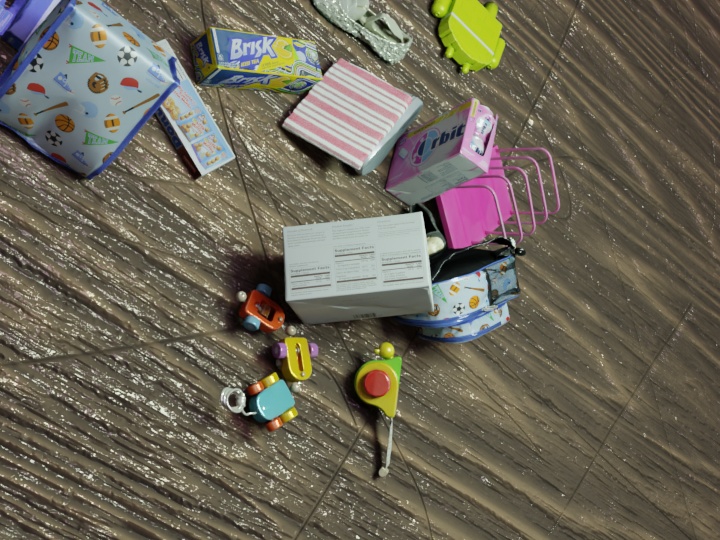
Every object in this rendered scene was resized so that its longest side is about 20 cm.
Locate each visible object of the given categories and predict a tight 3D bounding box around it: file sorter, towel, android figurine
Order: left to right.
[{"bbox_3d":[-0.019,-0.255,1.589,0.146,0.030,0.200,30,54,7],"label":"towel"},{"bbox_3d":[0.211,-0.467,1.891,0.182,0.041,0.201,37,54,-25],"label":"android figurine"},{"bbox_3d":[0.247,-0.124,1.717,0.200,0.125,0.139,-35,117,-42],"label":"file sorter"}]

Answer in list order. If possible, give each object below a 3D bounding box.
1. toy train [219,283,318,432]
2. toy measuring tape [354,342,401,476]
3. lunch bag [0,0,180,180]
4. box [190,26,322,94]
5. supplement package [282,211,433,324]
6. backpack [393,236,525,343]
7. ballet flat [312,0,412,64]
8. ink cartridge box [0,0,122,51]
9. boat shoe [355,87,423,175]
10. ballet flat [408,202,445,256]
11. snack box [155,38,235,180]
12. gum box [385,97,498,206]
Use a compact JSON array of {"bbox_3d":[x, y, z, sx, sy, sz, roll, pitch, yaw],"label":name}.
[{"bbox_3d":[-0.140,0.128,1.374,0.150,0.056,0.201,32,53,-27],"label":"toy train"},{"bbox_3d":[0.020,0.208,1.483,0.073,0.073,0.201,9,87,-38],"label":"toy measuring tape"},{"bbox_3d":[-0.356,-0.233,1.240,0.170,0.200,0.124,35,19,-26],"label":"lunch bag"},{"bbox_3d":[-0.159,-0.322,1.510,0.199,0.064,0.070,-3,77,-40],"label":"box"},{"bbox_3d":[0.000,0.000,1.406,0.199,0.156,0.111,-6,74,5],"label":"supplement package"},{"bbox_3d":[0.140,0.034,1.568,0.190,0.200,0.155,-13,96,-39],"label":"backpack"},{"bbox_3d":[0.011,-0.438,1.695,0.200,0.072,0.072,30,57,-28],"label":"ballet flat"},{"bbox_3d":[-0.390,-0.320,1.313,0.200,0.042,0.120,36,69,-23],"label":"ink cartridge box"},{"bbox_3d":[0.030,-0.237,1.649,0.067,0.074,0.200,34,51,7],"label":"boat shoe"},{"bbox_3d":[0.096,-0.060,1.578,0.200,0.066,0.057,-103,173,-73],"label":"ballet flat"},{"bbox_3d":[-0.262,-0.234,1.417,0.072,0.024,0.200,-36,99,-41],"label":"snack box"},{"bbox_3d":[0.137,-0.195,1.622,0.066,0.200,0.114,31,58,-28],"label":"gum box"}]
